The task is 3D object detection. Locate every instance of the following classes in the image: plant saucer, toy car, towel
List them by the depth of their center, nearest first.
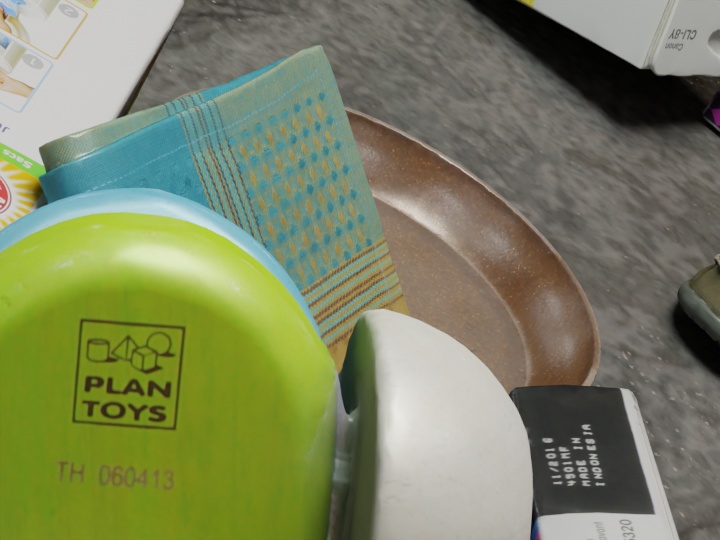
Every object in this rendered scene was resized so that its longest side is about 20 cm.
[{"bbox_3d":[-0.059,0.070,0.483,0.175,0.200,0.150,4,24,-6],"label":"toy car"},{"bbox_3d":[-0.021,0.040,0.622,0.147,0.022,0.200,-28,102,-57],"label":"towel"},{"bbox_3d":[0.000,0.000,0.807,0.200,0.034,0.200,22,29,-13],"label":"plant saucer"}]

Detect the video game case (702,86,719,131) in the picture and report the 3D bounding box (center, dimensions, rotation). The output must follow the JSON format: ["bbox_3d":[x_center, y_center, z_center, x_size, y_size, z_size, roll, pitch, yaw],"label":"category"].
[{"bbox_3d":[0.316,-0.050,1.169,0.200,0.036,0.181,43,32,23],"label":"video game case"}]

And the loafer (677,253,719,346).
[{"bbox_3d":[0.222,0.001,0.969,0.075,0.070,0.200,45,32,25],"label":"loafer"}]

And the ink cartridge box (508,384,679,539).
[{"bbox_3d":[0.044,0.134,0.489,0.037,0.200,0.095,0,35,-6],"label":"ink cartridge box"}]

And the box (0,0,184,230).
[{"bbox_3d":[-0.142,-0.030,0.641,0.101,0.113,0.200,29,29,-7],"label":"box"}]

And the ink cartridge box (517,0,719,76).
[{"bbox_3d":[0.136,-0.187,1.136,0.200,0.083,0.145,35,26,32],"label":"ink cartridge box"}]
